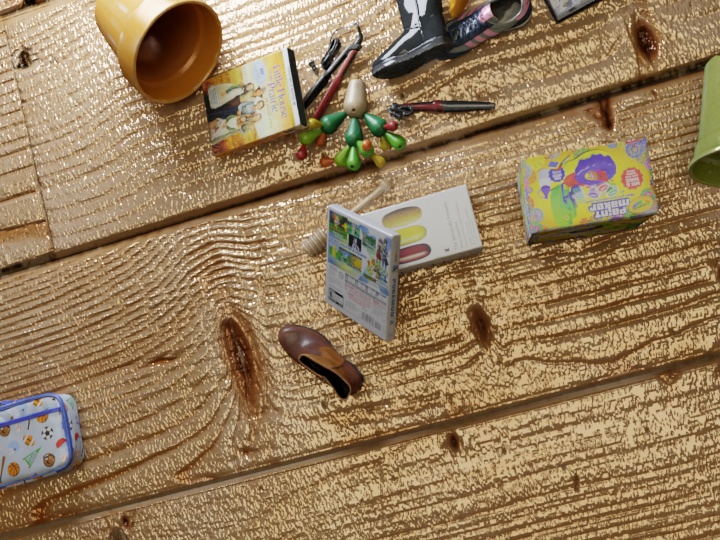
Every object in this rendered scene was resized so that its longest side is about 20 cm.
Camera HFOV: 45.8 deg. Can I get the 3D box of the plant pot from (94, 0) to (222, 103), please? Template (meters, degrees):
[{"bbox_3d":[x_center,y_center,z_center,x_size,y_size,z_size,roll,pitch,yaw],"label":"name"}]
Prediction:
[{"bbox_3d":[-0.385,-0.441,1.564,0.183,0.200,0.201,39,93,25],"label":"plant pot"}]

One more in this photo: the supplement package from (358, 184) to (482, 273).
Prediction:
[{"bbox_3d":[0.106,-0.063,1.493,0.197,0.109,0.116,-16,84,8],"label":"supplement package"}]

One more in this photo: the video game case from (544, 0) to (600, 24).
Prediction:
[{"bbox_3d":[0.388,-0.574,1.524,0.179,0.025,0.202,-26,83,6],"label":"video game case"}]

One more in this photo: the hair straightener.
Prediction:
[{"bbox_3d":[-0.063,-0.376,1.571,0.076,0.041,0.202,32,97,10],"label":"hair straightener"}]

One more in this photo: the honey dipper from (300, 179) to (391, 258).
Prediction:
[{"bbox_3d":[-0.023,-0.100,1.556,0.199,0.038,0.038,-40,82,1],"label":"honey dipper"}]

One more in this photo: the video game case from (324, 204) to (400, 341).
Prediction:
[{"bbox_3d":[0.000,0.000,1.456,0.022,0.199,0.186,-10,113,-32],"label":"video game case"}]

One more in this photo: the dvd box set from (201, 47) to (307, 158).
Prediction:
[{"bbox_3d":[-0.197,-0.305,1.564,0.197,0.029,0.149,-13,83,27],"label":"dvd box set"}]

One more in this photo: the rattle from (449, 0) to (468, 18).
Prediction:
[{"bbox_3d":[0.137,-0.575,1.517,0.199,0.131,0.143,35,119,-5],"label":"rattle"}]

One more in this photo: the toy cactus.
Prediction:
[{"bbox_3d":[-0.017,-0.265,1.541,0.196,0.102,0.168,0,78,17],"label":"toy cactus"}]

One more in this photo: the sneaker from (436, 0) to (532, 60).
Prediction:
[{"bbox_3d":[0.208,-0.442,1.514,0.197,0.082,0.071,-25,83,11],"label":"sneaker"}]

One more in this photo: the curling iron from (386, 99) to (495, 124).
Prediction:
[{"bbox_3d":[0.145,-0.290,1.541,0.196,0.026,0.050,-2,50,5],"label":"curling iron"}]

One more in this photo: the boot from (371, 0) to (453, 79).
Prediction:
[{"bbox_3d":[0.076,-0.468,1.543,0.163,0.065,0.204,-18,79,24],"label":"boot"}]

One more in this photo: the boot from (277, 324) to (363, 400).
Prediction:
[{"bbox_3d":[-0.084,0.158,1.463,0.188,0.200,0.069,42,93,9],"label":"boot"}]

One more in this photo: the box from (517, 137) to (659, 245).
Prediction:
[{"bbox_3d":[0.369,-0.124,1.415,0.196,0.193,0.124,-9,85,7],"label":"box"}]

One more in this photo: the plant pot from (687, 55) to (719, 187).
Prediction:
[{"bbox_3d":[0.638,-0.257,1.396,0.196,0.201,0.188,1,75,9],"label":"plant pot"}]

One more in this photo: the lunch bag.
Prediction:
[{"bbox_3d":[-0.627,0.316,1.603,0.197,0.076,0.163,-15,82,6],"label":"lunch bag"}]
